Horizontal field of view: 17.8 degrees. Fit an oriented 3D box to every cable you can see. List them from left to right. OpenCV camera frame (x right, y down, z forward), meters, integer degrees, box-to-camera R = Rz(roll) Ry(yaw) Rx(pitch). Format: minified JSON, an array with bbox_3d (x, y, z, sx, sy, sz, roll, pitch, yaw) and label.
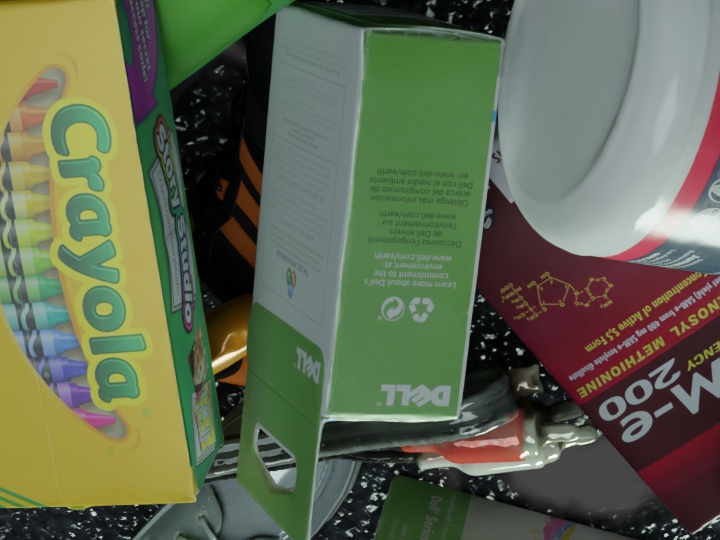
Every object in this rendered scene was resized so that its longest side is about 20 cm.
[{"bbox_3d":[0.002,0.080,0.993,0.198,0.097,0.051,-16,90,7],"label":"cable"}]

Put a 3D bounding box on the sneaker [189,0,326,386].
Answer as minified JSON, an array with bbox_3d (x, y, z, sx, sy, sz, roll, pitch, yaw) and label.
[{"bbox_3d":[-0.045,-0.031,0.996,0.089,0.070,0.201,-5,118,10],"label":"sneaker"}]

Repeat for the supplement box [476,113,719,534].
[{"bbox_3d":[0.124,0.005,0.989,0.109,0.061,0.200,-36,106,24],"label":"supplement box"}]

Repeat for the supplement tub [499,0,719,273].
[{"bbox_3d":[0.165,-0.065,0.863,0.199,0.141,0.141,8,120,-22],"label":"supplement tub"}]

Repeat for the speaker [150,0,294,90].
[{"bbox_3d":[-0.102,-0.103,0.914,0.199,0.089,0.089,-34,106,22],"label":"speaker"}]

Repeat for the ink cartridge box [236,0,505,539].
[{"bbox_3d":[0.000,0.000,0.899,0.059,0.104,0.202,2,101,-21],"label":"ink cartridge box"}]

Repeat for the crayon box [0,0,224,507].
[{"bbox_3d":[-0.153,-0.009,0.883,0.171,0.058,0.202,-3,110,14],"label":"crayon box"}]

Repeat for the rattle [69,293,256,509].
[{"bbox_3d":[-0.148,-0.006,0.997,0.201,0.130,0.143,56,131,21],"label":"rattle"}]

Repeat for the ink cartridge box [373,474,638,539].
[{"bbox_3d":[0.095,0.184,1.079,0.198,0.067,0.118,14,118,4],"label":"ink cartridge box"}]

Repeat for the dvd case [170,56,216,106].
[{"bbox_3d":[-0.158,-0.135,0.999,0.200,0.016,0.149,40,116,-10],"label":"dvd case"}]

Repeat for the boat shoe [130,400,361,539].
[{"bbox_3d":[-0.069,0.133,1.082,0.070,0.072,0.201,39,116,-9],"label":"boat shoe"}]
